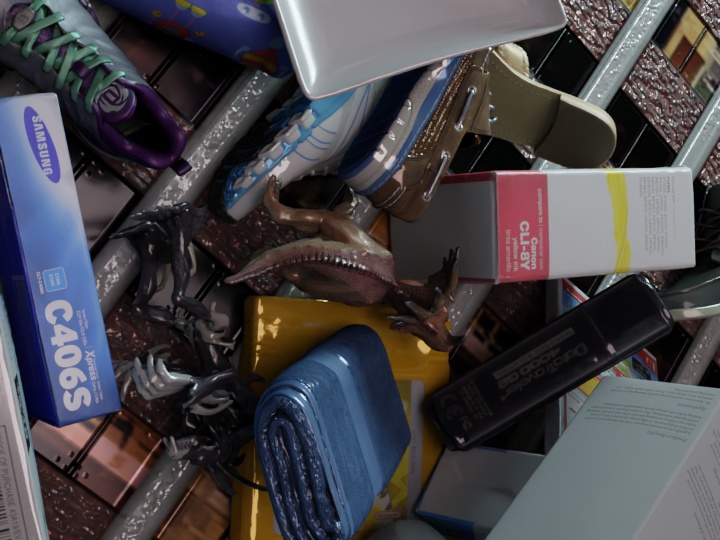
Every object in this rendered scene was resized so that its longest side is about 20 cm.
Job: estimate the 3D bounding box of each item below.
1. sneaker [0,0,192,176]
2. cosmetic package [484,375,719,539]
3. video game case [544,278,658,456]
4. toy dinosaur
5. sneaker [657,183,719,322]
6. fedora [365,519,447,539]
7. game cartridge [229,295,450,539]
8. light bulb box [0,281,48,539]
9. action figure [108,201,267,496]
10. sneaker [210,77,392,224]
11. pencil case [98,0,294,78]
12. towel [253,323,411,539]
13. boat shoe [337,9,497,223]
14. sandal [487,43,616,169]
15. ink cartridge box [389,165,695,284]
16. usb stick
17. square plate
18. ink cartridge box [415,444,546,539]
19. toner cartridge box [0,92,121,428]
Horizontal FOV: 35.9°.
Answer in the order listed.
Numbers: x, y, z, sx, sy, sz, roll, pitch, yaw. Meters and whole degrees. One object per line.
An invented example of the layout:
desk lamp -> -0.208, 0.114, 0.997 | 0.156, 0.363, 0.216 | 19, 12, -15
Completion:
sneaker -> -0.179, -0.136, 0.696 | 0.074, 0.088, 0.200 | -52, 132, -7
cosmetic package -> 0.172, 0.168, 0.750 | 0.200, 0.108, 0.085 | -46, 121, -30
video game case -> 0.204, 0.111, 0.923 | 0.143, 0.017, 0.200 | 39, 37, -24
toy dinosaur -> 0.000, 0.000, 0.773 | 0.200, 0.135, 0.086 | 5, 115, -61
sneaker -> 0.323, -0.020, 1.031 | 0.200, 0.075, 0.106 | -21, 95, -38
fedora -> 0.030, 0.256, 0.820 | 0.177, 0.090, 0.200 | 4, 116, -31
game cartridge -> -0.011, 0.123, 0.853 | 0.176, 0.032, 0.200 | 4, 88, -30
light bulb box -> -0.243, 0.112, 0.611 | 0.125, 0.200, 0.198 | -11, 95, -16
action figure -> -0.124, 0.062, 0.745 | 0.102, 0.119, 0.200 | -12, 86, -39
sneaker -> -0.025, -0.095, 0.828 | 0.200, 0.075, 0.087 | -47, 117, -22
pencil case -> -0.120, -0.206, 0.768 | 0.200, 0.078, 0.087 | 19, 89, -28
towel -> -0.019, 0.106, 0.743 | 0.200, 0.048, 0.112 | -33, 109, -72
boat shoe -> 0.058, -0.119, 0.815 | 0.072, 0.072, 0.200 | 43, 66, -22
sandal -> 0.112, -0.154, 0.913 | 0.212, 0.078, 0.070 | 26, 33, -6
ink cartridge box -> 0.144, -0.036, 0.878 | 0.200, 0.145, 0.084 | -4, 92, -30
usb stick -> 0.145, 0.071, 0.852 | 0.200, 0.033, 0.055 | -32, 70, 6
square plate -> 0.020, -0.231, 0.772 | 0.198, 0.028, 0.200 | -18, 83, -14
ink cartridge box -> 0.152, 0.218, 0.884 | 0.200, 0.116, 0.068 | 45, 62, -34
toner cartridge box -> -0.205, -0.006, 0.707 | 0.043, 0.095, 0.200 | -14, 96, -30
